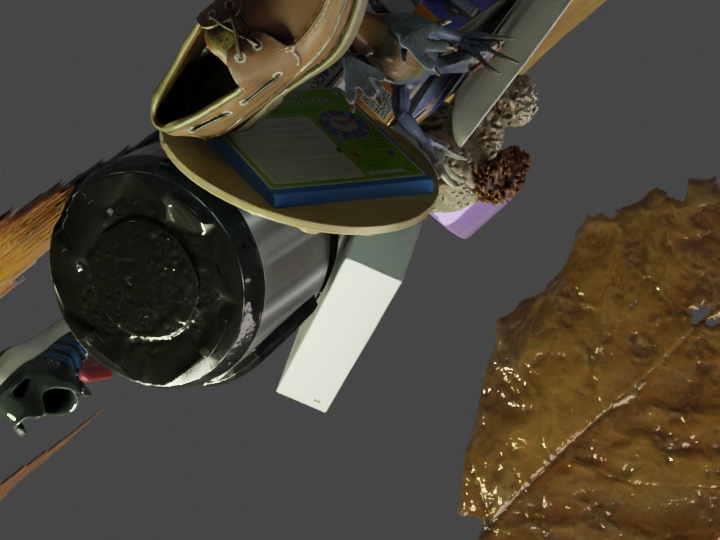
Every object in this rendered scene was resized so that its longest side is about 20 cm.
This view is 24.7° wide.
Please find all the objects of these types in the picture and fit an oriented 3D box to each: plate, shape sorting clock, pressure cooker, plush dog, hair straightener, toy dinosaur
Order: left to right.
[{"bbox_3d":[-0.341,0.137,1.840,0.077,0.041,0.200,-42,177,8],"label":"hair straightener"},{"bbox_3d":[-0.110,-0.021,1.223,0.200,0.176,0.179,-38,152,-62],"label":"pressure cooker"},{"bbox_3d":[-0.042,-0.078,1.146,0.200,0.200,0.039,-37,153,-54],"label":"shape sorting clock"},{"bbox_3d":[0.039,-0.162,1.140,0.105,0.200,0.182,-40,-172,15],"label":"toy dinosaur"},{"bbox_3d":[0.058,-0.104,1.469,0.172,0.199,0.161,-91,-170,-72],"label":"plush dog"},{"bbox_3d":[0.129,-0.192,1.298,0.200,0.032,0.200,-53,-178,10],"label":"plate"}]

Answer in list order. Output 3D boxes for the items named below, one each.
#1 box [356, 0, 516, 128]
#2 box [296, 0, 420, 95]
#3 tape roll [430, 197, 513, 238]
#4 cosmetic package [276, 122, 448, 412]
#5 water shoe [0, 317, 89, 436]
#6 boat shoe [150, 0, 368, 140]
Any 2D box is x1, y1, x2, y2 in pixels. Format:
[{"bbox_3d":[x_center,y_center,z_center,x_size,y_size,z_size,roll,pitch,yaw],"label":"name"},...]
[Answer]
[{"bbox_3d":[0.059,-0.173,1.302,0.119,0.041,0.200,-40,173,-41],"label":"box"},{"bbox_3d":[-0.004,-0.183,1.325,0.117,0.060,0.200,-44,176,41],"label":"box"},{"bbox_3d":[0.065,-0.128,1.657,0.066,0.200,0.200,-41,177,11],"label":"tape roll"},{"bbox_3d":[0.000,0.000,1.326,0.200,0.052,0.151,118,-9,-51],"label":"cosmetic package"},{"bbox_3d":[-0.296,0.103,1.563,0.071,0.079,0.200,-42,177,25],"label":"water shoe"},{"bbox_3d":[-0.064,-0.142,1.020,0.068,0.072,0.200,-17,158,-42],"label":"boat shoe"}]
